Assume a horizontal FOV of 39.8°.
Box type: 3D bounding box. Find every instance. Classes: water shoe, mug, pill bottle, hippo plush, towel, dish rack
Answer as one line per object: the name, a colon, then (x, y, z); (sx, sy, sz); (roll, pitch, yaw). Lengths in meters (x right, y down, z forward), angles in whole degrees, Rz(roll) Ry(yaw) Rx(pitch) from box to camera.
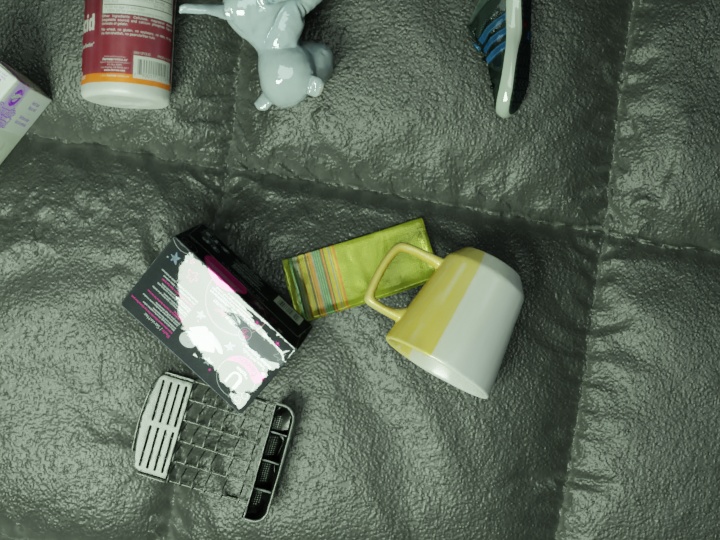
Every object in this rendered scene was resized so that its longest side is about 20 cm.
water shoe: (0.178, -0.300, 1.294); (0.078, 0.071, 0.204); (5, 92, 26)
mug: (0.119, 0.048, 1.242); (0.186, 0.149, 0.155); (36, 80, -33)
pill bottle: (-0.290, -0.312, 1.247); (0.112, 0.114, 0.204); (3, 90, -2)
hippo plush: (-0.083, -0.292, 1.223); (0.157, 0.200, 0.163); (-18, 102, 29)
towel: (0.000, 0.000, 1.304); (0.197, 0.018, 0.088); (-17, 92, -2)
dish rack: (-0.194, 0.221, 1.281); (0.197, 0.055, 0.156); (17, 89, -1)

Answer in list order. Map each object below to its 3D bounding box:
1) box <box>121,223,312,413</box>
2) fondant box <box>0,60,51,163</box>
box: (-0.175, 0.057, 1.237); (0.200, 0.132, 0.115); (43, 101, -2)
fondant box: (-0.483, -0.163, 1.226); (0.058, 0.144, 0.201); (38, 89, -1)
